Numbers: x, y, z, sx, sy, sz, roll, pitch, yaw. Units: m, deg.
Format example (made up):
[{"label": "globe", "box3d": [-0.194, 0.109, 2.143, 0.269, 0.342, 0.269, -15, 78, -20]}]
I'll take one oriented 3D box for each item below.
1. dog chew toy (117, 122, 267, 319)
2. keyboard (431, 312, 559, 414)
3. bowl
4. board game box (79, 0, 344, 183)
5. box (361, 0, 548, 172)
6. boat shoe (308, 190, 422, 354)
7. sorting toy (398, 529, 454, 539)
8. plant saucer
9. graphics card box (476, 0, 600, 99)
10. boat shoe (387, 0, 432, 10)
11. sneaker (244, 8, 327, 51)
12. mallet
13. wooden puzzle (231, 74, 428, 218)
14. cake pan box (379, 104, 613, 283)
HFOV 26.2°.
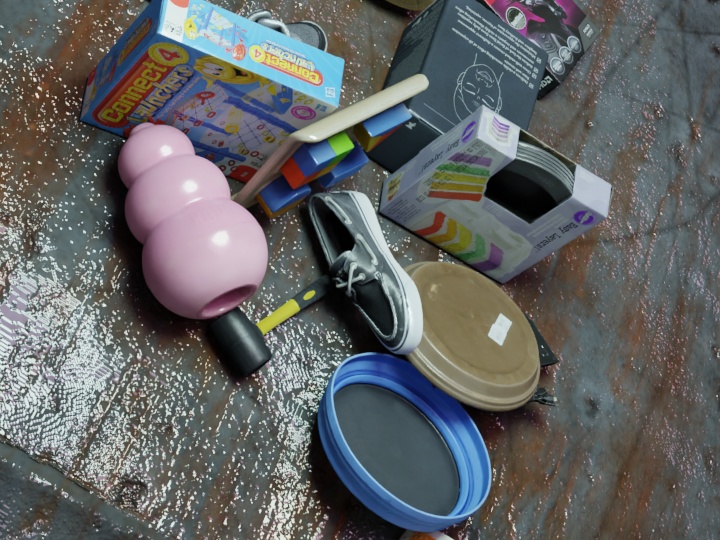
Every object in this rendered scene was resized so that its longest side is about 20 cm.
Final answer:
[{"label": "dog chew toy", "box3d": [-0.173, -0.055, 1.513, 0.124, 0.125, 0.201, -16, 71, -37]}, {"label": "keyboard", "box3d": [0.145, 0.105, 1.685, 0.199, 0.021, 0.128, -6, 55, -43]}, {"label": "bowl", "box3d": [0.042, 0.175, 1.562, 0.200, 0.039, 0.202, 28, 36, -22]}, {"label": "board game box", "box3d": [-0.149, -0.178, 1.529, 0.194, 0.200, 0.056, 19, 61, -25]}, {"label": "box", "box3d": [0.110, -0.193, 1.767, 0.148, 0.107, 0.201, 33, 54, -18]}, {"label": "boat shoe", "box3d": [0.000, 0.000, 1.601, 0.067, 0.072, 0.201, 1, 56, -39]}, {"label": "sorting toy", "box3d": [0.084, 0.383, 1.516, 0.200, 0.107, 0.180, 44, 71, -9]}, {"label": "plant saucer", "box3d": [0.116, 0.063, 1.665, 0.199, 0.030, 0.201, 24, 38, -20]}, {"label": "graphics card box", "box3d": [0.196, -0.326, 1.920, 0.200, 0.051, 0.126, 47, 52, -8]}, {"label": "boat shoe", "box3d": [-0.003, -0.369, 1.804, 0.199, 0.073, 0.065, 22, 22, -19]}, {"label": "sneaker", "box3d": [-0.090, -0.233, 1.647, 0.199, 0.114, 0.076, -31, 88, -39]}, {"label": "mallet", "box3d": [-0.079, 0.032, 1.590, 0.066, 0.041, 0.200, 48, 47, -3]}, {"label": "wooden puzzle", "box3d": [-0.035, -0.116, 1.575, 0.185, 0.200, 0.047, -30, 87, -39]}, {"label": "cake pan box", "box3d": [0.148, -0.080, 1.683, 0.183, 0.200, 0.053, 28, 54, -23]}]
